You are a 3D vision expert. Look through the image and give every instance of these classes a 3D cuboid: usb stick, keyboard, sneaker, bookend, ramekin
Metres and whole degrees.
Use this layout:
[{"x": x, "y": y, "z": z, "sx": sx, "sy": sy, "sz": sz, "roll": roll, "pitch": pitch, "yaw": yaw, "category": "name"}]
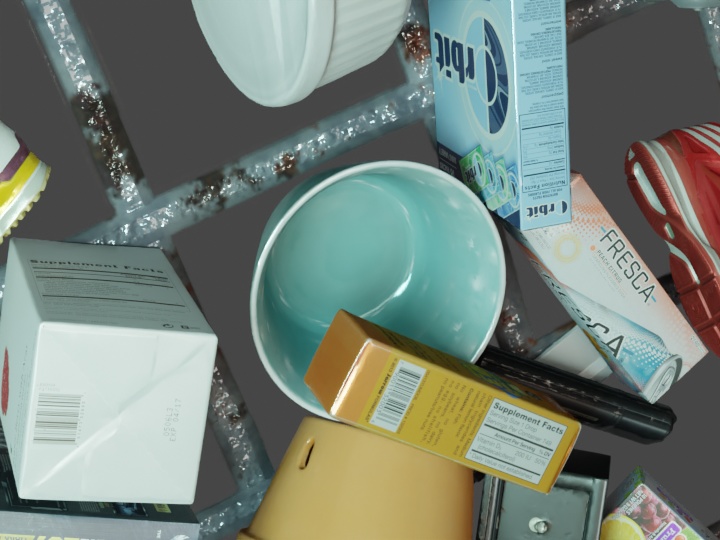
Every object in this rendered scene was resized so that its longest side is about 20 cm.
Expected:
[{"x": 0.168, "y": 0.103, "z": 1.256, "sx": 0.198, "sy": 0.055, "sz": 0.033, "roll": 19, "pitch": 69, "yaw": -18, "category": "usb stick"}, {"x": 0.157, "y": 0.099, "z": 1.284, "sx": 0.199, "sy": 0.011, "sz": 0.057, "roll": -39, "pitch": 109, "yaw": -4, "category": "keyboard"}, {"x": 0.305, "y": -0.031, "z": 1.225, "sx": 0.114, "sy": 0.078, "sz": 0.202, "roll": -22, "pitch": 85, "yaw": -15, "category": "sneaker"}, {"x": -0.310, "y": -0.023, "z": 1.064, "sx": 0.090, "sy": 0.075, "sz": 0.201, "roll": 42, "pitch": 84, "yaw": -16, "category": "sneaker"}, {"x": 0.190, "y": 0.241, "z": 1.230, "sx": 0.197, "sy": 0.092, "sz": 0.202, "roll": 10, "pitch": 99, "yaw": 10, "category": "bookend"}, {"x": -0.042, "y": -0.218, "z": 1.024, "sx": 0.093, "sy": 0.202, "sz": 0.205, "roll": -17, "pitch": 111, "yaw": -25, "category": "ramekin"}]

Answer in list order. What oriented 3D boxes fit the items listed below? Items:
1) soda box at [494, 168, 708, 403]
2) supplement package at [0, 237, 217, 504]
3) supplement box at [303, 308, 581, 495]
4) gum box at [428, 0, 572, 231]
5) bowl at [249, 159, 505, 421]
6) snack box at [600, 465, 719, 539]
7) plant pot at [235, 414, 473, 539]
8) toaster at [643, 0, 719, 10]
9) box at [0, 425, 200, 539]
[{"x": 0.195, "y": 0.010, "z": 1.233, "sx": 0.068, "sy": 0.064, "sz": 0.200, "roll": -41, "pitch": 110, "yaw": -3, "category": "soda box"}, {"x": -0.184, "y": 0.065, "z": 1.055, "sx": 0.118, "sy": 0.200, "sz": 0.123, "roll": 5, "pitch": 105, "yaw": -20, "category": "supplement package"}, {"x": 0.062, "y": 0.098, "z": 1.110, "sx": 0.198, "sy": 0.067, "sz": 0.069, "roll": 25, "pitch": 98, "yaw": -27, "category": "supplement box"}, {"x": 0.098, "y": -0.149, "z": 1.100, "sx": 0.044, "sy": 0.170, "sz": 0.203, "roll": -9, "pitch": 109, "yaw": -15, "category": "gum box"}, {"x": 0.000, "y": 0.000, "z": 1.144, "sx": 0.198, "sy": 0.105, "sz": 0.204, "roll": -7, "pitch": 113, "yaw": -17, "category": "bowl"}, {"x": 0.264, "y": 0.289, "z": 1.299, "sx": 0.200, "sy": 0.053, "sz": 0.142, "roll": 43, "pitch": 104, "yaw": 0, "category": "snack box"}, {"x": 0.006, "y": 0.196, "z": 1.174, "sx": 0.198, "sy": 0.200, "sz": 0.142, "roll": 16, "pitch": 85, "yaw": -22, "category": "plant pot"}, {"x": 0.307, "y": -0.273, "z": 1.163, "sx": 0.197, "sy": 0.114, "sz": 0.131, "roll": -7, "pitch": 106, "yaw": -14, "category": "toaster"}, {"x": -0.210, "y": 0.163, "z": 1.078, "sx": 0.156, "sy": 0.200, "sz": 0.052, "roll": 7, "pitch": 100, "yaw": -20, "category": "box"}]
